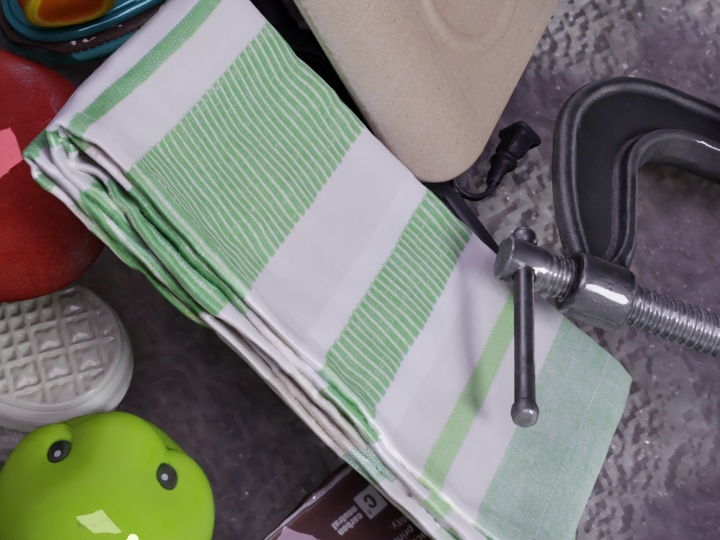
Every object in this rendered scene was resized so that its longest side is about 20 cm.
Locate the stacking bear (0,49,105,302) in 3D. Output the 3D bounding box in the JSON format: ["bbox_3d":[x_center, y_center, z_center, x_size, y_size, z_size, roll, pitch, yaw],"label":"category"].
[{"bbox_3d":[-0.170,-0.012,0.737,0.199,0.122,0.114,-17,65,-17],"label":"stacking bear"}]

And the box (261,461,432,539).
[{"bbox_3d":[0.050,0.152,0.769,0.075,0.100,0.200,-39,79,-17],"label":"box"}]

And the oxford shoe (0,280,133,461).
[{"bbox_3d":[-0.162,0.008,0.816,0.199,0.058,0.075,25,64,16],"label":"oxford shoe"}]

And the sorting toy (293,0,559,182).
[{"bbox_3d":[0.025,-0.161,0.833,0.036,0.185,0.200,5,51,39],"label":"sorting toy"}]

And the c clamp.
[{"bbox_3d":[0.131,0.010,0.825,0.199,0.027,0.172,16,45,-19],"label":"c clamp"}]

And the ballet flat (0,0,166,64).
[{"bbox_3d":[-0.045,-0.138,0.867,0.067,0.070,0.200,38,80,18],"label":"ballet flat"}]

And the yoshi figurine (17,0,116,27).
[{"bbox_3d":[-0.149,-0.168,0.818,0.112,0.112,0.201,-24,75,23],"label":"yoshi figurine"}]

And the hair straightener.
[{"bbox_3d":[0.022,-0.037,0.867,0.077,0.041,0.201,-23,70,-25],"label":"hair straightener"}]

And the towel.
[{"bbox_3d":[0.000,0.000,0.750,0.200,0.023,0.153,43,29,-7],"label":"towel"}]

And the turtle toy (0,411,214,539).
[{"bbox_3d":[-0.094,0.142,0.748,0.145,0.101,0.201,12,76,-2],"label":"turtle toy"}]
